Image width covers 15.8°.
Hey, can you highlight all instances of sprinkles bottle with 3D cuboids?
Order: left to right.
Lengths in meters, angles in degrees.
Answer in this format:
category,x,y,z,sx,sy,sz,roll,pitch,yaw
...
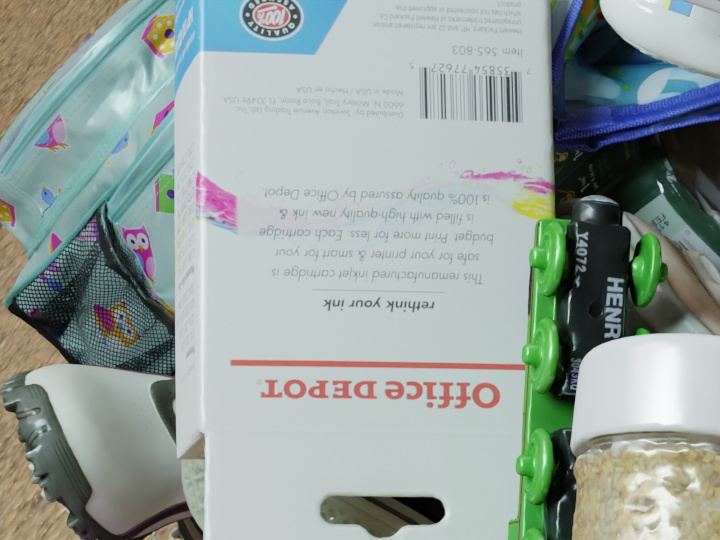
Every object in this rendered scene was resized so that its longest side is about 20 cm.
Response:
category,x,y,z,sx,sy,sz,roll,pitch,yaw
sprinkles bottle,0.081,0.119,0.662,0.068,0.068,0.200,-18,60,54

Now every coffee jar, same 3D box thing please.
category,x,y,z,sx,sy,sz,roll,pitch,yaw
coffee jar,0.058,0.023,0.948,0.200,0.085,0.104,-39,21,23

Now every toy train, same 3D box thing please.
category,x,y,z,sx,sy,sz,roll,pitch,yaw
toy train,0.060,0.079,0.760,0.056,0.042,0.200,141,135,-76

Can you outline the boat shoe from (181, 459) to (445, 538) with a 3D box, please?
category,x,y,z,sx,sy,sz,roll,pitch,yaw
boat shoe,0.019,0.103,0.853,0.200,0.062,0.075,38,123,40

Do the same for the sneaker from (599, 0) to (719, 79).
category,x,y,z,sx,sy,sz,roll,pitch,yaw
sneaker,0.173,-0.110,0.784,0.076,0.200,0.105,-117,29,-65

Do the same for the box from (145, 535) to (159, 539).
category,x,y,z,sx,sy,sz,roll,pitch,yaw
box,-0.053,0.180,0.850,0.041,0.119,0.200,-34,26,34

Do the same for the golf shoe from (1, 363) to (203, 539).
category,x,y,z,sx,sy,sz,roll,pitch,yaw
golf shoe,-0.066,0.063,1.012,0.088,0.200,0.077,-33,67,16

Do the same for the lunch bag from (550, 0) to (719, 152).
category,x,y,z,sx,sy,sz,roll,pitch,yaw
lunch bag,0.130,-0.133,0.902,0.200,0.127,0.170,-38,19,11

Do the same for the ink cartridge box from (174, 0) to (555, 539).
category,x,y,z,sx,sy,sz,roll,pitch,yaw
ink cartridge box,0.000,0.000,0.827,0.068,0.115,0.200,135,136,-74

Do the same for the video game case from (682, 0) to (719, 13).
category,x,y,z,sx,sy,sz,roll,pitch,yaw
video game case,0.203,-0.125,0.715,0.182,0.024,0.200,24,63,31

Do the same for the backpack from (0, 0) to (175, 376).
category,x,y,z,sx,sy,sz,roll,pitch,yaw
backpack,-0.048,-0.050,1.067,0.200,0.153,0.176,-31,9,48

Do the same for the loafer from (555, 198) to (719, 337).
category,x,y,z,sx,sy,sz,roll,pitch,yaw
loafer,0.110,0.046,0.785,0.200,0.063,0.072,-113,39,-50
